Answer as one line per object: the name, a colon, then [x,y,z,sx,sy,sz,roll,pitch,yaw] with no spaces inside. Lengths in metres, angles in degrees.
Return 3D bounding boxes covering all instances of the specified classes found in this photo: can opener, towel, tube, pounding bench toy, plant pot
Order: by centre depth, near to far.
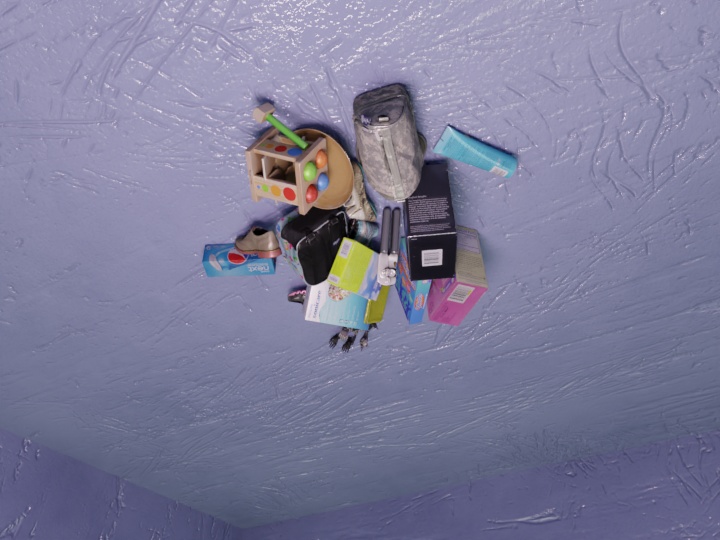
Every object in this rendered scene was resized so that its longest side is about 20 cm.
pounding bench toy: [-0.152,-0.251,1.196,0.152,0.125,0.204,15,132,19]
plant pot: [-0.097,-0.238,1.282,0.195,0.028,0.204,17,132,19]
tube: [0.273,-0.274,1.296,0.195,0.051,0.078,18,132,-14]
can opener: [0.072,-0.061,1.452,0.051,0.207,0.066,3,-175,-9]
towel: [0.060,0.054,1.576,0.085,0.018,0.206,-1,109,-49]

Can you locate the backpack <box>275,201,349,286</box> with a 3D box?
backpack: [-0.116,-0.070,1.407,0.176,0.150,0.203,-37,141,-20]

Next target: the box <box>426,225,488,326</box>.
box: [0.252,0.012,1.503,0.094,0.204,0.177,12,139,-15]

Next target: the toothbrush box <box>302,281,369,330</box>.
toothbrush box: [-0.061,0.078,1.605,0.194,0.085,0.151,10,99,-15]

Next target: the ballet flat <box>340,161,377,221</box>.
ballet flat: [-0.014,-0.178,1.365,0.075,0.067,0.202,-43,144,-17]

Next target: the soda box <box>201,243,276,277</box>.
soda box: [-0.337,-0.031,1.539,0.193,0.065,0.069,-3,140,1]

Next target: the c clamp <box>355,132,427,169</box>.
c clamp: [0.075,-0.264,1.311,0.194,0.028,0.173,11,138,-15]

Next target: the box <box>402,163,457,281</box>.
box: [0.165,-0.113,1.339,0.119,0.203,0.202,-4,149,5]

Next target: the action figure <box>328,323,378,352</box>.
action figure: [-0.018,0.206,1.799,0.117,0.104,0.200,29,134,-16]

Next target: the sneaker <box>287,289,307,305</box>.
sneaker: [-0.127,0.107,1.671,0.194,0.099,0.079,6,180,-7]

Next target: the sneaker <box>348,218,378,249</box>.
sneaker: [-0.011,-0.059,1.511,0.084,0.079,0.201,7,142,-24]

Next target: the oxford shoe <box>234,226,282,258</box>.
oxford shoe: [-0.272,-0.082,1.447,0.197,0.069,0.077,9,113,45]

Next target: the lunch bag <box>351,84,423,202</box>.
lunch bag: [0.062,-0.270,1.174,0.135,0.170,0.203,-14,130,6]

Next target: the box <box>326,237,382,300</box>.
box: [0.000,0.000,1.445,0.047,0.125,0.199,22,178,32]

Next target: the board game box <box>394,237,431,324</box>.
board game box: [0.145,0.030,1.555,0.044,0.155,0.203,-9,141,-12]

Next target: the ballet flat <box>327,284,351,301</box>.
ballet flat: [-0.017,0.008,1.529,0.075,0.199,0.065,34,140,23]
